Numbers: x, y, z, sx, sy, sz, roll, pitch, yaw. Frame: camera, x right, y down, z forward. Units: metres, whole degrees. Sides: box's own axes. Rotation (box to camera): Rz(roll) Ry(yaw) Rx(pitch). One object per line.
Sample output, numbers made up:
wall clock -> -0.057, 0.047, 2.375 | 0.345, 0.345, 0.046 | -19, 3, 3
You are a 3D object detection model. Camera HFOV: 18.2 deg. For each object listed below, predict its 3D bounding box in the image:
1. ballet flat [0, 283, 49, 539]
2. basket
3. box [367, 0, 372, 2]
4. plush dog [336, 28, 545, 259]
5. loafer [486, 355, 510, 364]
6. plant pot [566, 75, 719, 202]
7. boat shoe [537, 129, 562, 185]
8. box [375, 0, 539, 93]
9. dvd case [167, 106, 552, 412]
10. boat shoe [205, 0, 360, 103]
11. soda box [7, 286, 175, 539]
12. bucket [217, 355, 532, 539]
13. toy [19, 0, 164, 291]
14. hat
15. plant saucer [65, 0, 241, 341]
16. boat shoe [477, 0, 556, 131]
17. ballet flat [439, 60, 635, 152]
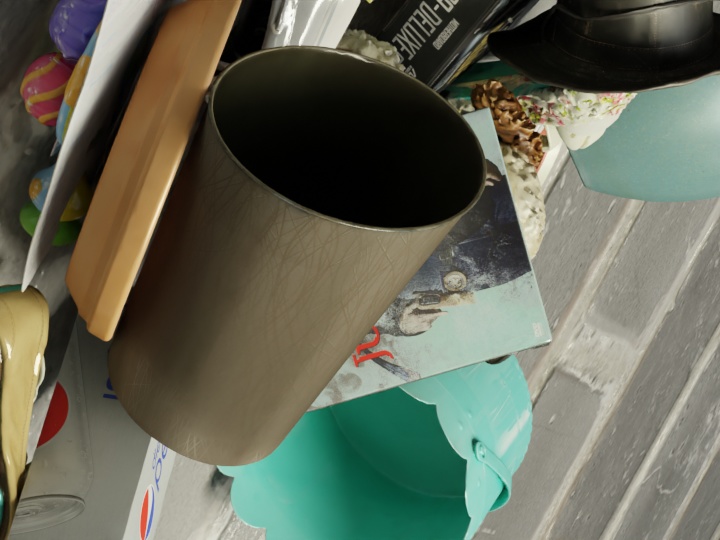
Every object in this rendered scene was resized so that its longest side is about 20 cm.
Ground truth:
ballet flat -> -0.204, 0.096, 1.261 | 0.063, 0.068, 0.201 | -31, 143, -49
basket -> -0.047, -0.001, 1.215 | 0.180, 0.136, 0.201 | -15, 146, -47
box -> 0.049, -0.245, 1.375 | 0.200, 0.075, 0.050 | -42, 175, -38
plush dog -> 0.032, -0.037, 1.419 | 0.160, 0.170, 0.202 | 91, 9, -87
loafer -> 0.044, -0.024, 1.521 | 0.071, 0.201, 0.073 | -14, 162, -36
plant pot -> 0.216, -0.134, 1.744 | 0.134, 0.201, 0.200 | -24, 155, 5
boat shoe -> 0.088, -0.043, 1.710 | 0.062, 0.071, 0.201 | 17, 109, -23
box -> 0.086, -0.189, 1.455 | 0.158, 0.050, 0.200 | -41, 175, -39
dvd case -> 0.000, 0.000, 1.325 | 0.022, 0.198, 0.147 | -88, 163, -88
boat shoe -> -0.060, -0.120, 1.318 | 0.068, 0.072, 0.201 | 5, 132, -31
soda box -> -0.146, 0.106, 1.292 | 0.064, 0.068, 0.201 | 85, 14, -53
bucket -> 0.016, 0.116, 1.574 | 0.135, 0.206, 0.209 | -39, 149, -51
toy -> -0.148, -0.098, 1.173 | 0.115, 0.047, 0.201 | -63, 174, -51
hat -> 0.167, -0.173, 1.395 | 0.200, 0.199, 0.082 | -31, 123, -49
plant saucer -> -0.115, -0.061, 1.214 | 0.200, 0.037, 0.202 | -158, -90, -85
boat shoe -> 0.099, -0.129, 1.616 | 0.201, 0.072, 0.068 | -58, 158, 16
ballet flat -> 0.129, -0.112, 1.504 | 0.075, 0.199, 0.064 | -34, 109, -30
